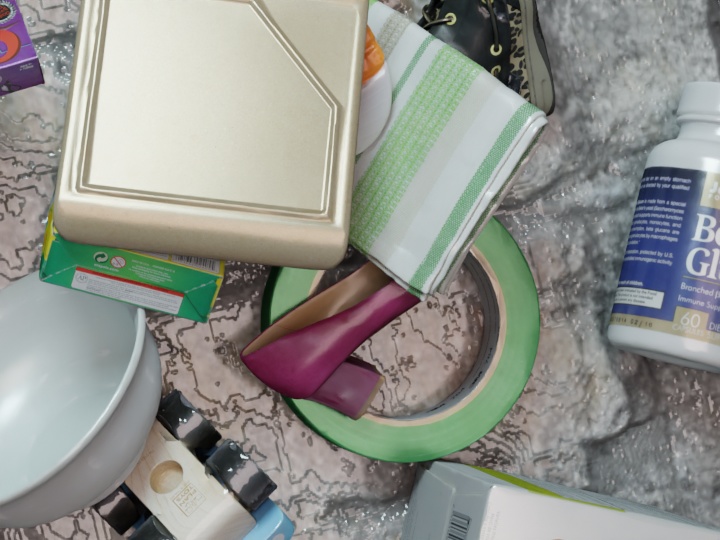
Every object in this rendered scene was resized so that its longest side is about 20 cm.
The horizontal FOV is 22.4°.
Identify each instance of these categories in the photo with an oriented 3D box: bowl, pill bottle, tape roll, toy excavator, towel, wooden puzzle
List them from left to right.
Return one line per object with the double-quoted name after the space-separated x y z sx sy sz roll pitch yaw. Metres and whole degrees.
-0.205 0.098 1.217 0.201 0.201 0.090 -46 129 -9 "bowl"
-0.092 -0.107 1.156 0.184 0.037 0.201 6 80 -5 "wooden puzzle"
-0.078 0.202 1.270 0.100 0.200 0.194 -45 53 -8 "toy excavator"
0.019 -0.091 1.236 0.200 0.031 0.150 39 101 30 "towel"
0.029 0.037 1.316 0.199 0.048 0.202 0 88 -12 "tape roll"
0.255 -0.031 1.331 0.110 0.111 0.201 14 86 -11 "pill bottle"

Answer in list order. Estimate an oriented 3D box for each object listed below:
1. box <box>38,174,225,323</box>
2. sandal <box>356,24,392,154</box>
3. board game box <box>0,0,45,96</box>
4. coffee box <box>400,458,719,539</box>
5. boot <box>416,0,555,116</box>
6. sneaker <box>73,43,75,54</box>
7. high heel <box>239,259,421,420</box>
-0.147 -0.055 1.236 0.117 0.200 0.049 15 127 -11 "box"
-0.042 -0.174 1.217 0.079 0.059 0.207 -24 102 0 "sandal"
-0.303 -0.131 1.103 0.199 0.032 0.120 -18 56 -12 "board game box"
0.134 0.252 1.255 0.197 0.200 0.201 13 86 -11 "coffee box"
0.046 -0.168 1.285 0.153 0.074 0.204 -26 123 -8 "boot"
-0.120 -0.108 1.231 0.076 0.200 0.076 -22 135 -33 "sneaker"
0.000 0.000 1.251 0.096 0.067 0.201 26 87 -20 "high heel"
